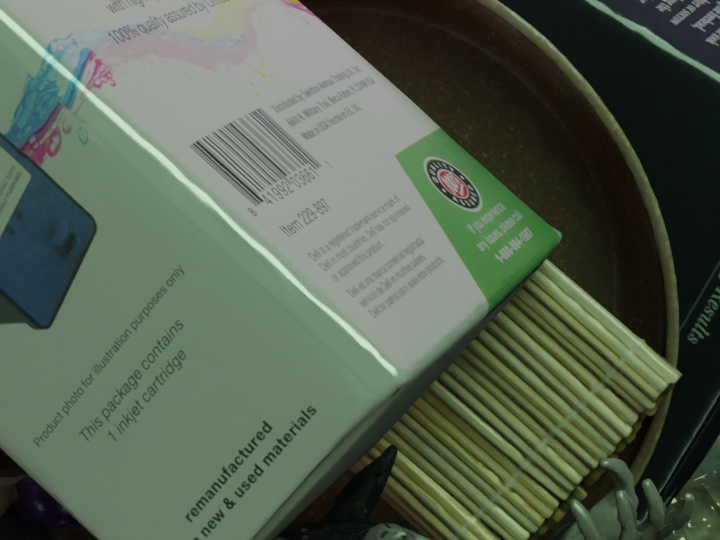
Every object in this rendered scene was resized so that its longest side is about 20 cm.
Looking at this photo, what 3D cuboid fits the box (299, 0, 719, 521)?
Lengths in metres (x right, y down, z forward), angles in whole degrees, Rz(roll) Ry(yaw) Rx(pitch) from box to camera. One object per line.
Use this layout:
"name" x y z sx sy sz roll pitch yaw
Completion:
"box" 0.046 -0.039 0.793 0.200 0.149 0.107 33 29 11

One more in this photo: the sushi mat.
"sushi mat" -0.012 -0.003 0.724 0.200 0.096 0.012 41 30 6

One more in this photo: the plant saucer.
"plant saucer" 0.000 0.000 0.747 0.200 0.201 0.037 32 28 10

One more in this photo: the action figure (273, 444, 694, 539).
"action figure" 0.046 0.105 0.673 0.200 0.102 0.119 33 43 -10

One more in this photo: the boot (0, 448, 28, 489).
"boot" -0.161 0.020 0.712 0.073 0.151 0.200 27 27 -43

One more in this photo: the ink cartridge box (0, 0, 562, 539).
"ink cartridge box" -0.065 -0.031 0.643 0.200 0.088 0.145 44 23 4

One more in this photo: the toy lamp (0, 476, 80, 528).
"toy lamp" -0.167 0.095 0.729 0.200 0.058 0.058 -31 67 -31
